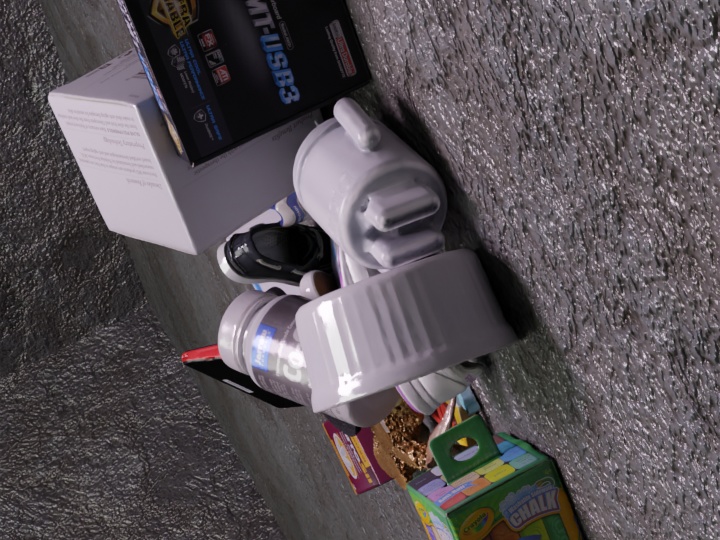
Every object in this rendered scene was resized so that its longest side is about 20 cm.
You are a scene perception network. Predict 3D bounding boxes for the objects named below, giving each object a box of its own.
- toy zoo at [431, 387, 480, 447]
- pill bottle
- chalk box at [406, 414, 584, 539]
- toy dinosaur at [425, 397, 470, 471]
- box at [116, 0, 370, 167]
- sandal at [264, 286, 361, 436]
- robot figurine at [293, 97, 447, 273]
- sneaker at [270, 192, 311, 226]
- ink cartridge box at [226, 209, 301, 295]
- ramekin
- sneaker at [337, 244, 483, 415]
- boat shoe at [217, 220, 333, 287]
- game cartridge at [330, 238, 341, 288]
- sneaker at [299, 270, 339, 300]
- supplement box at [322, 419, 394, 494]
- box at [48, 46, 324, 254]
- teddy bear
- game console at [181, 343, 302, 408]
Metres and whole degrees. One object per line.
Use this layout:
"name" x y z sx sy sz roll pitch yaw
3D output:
"toy zoo" 0.083 0.119 1.748 0.200 0.020 0.132 41 154 61
"pill bottle" -0.055 0.092 1.731 0.199 0.114 0.114 17 138 36
"chalk box" 0.135 0.246 1.553 0.201 0.124 0.124 66 167 -14
"toy dinosaur" 0.110 0.231 1.686 0.201 0.085 0.136 65 172 -5
"box" -0.112 -0.229 1.464 0.050 0.198 0.201 38 150 63
"sandal" -0.046 0.102 1.840 0.201 0.045 0.075 60 150 4
"robot figurine" 0.007 -0.077 1.471 0.200 0.112 0.171 -134 32 -53
"sneaker" -0.099 -0.122 1.860 0.200 0.088 0.076 48 158 52
"ink cartridge box" -0.081 0.032 2.013 0.147 0.086 0.200 57 176 27
"ramekin" 0.037 0.053 1.432 0.200 0.199 0.098 144 108 -77
"sneaker" 0.050 0.040 1.569 0.201 0.099 0.075 59 -166 -6
"boat shoe" -0.078 -0.022 1.842 0.060 0.199 0.076 -31 78 38
"game cartridge" 0.000 0.000 1.766 0.200 0.040 0.134 100 158 -67
"sneaker" -0.041 0.075 1.883 0.200 0.084 0.073 54 -159 -49
"supplement box" 0.022 0.220 2.038 0.111 0.085 0.200 63 167 6
"box" -0.172 -0.147 1.617 0.199 0.199 0.172 13 131 52
"teddy bear" 0.046 0.165 1.819 0.145 0.067 0.201 29 146 52
"game console" -0.105 0.131 2.017 0.176 0.031 0.200 -9 152 40
